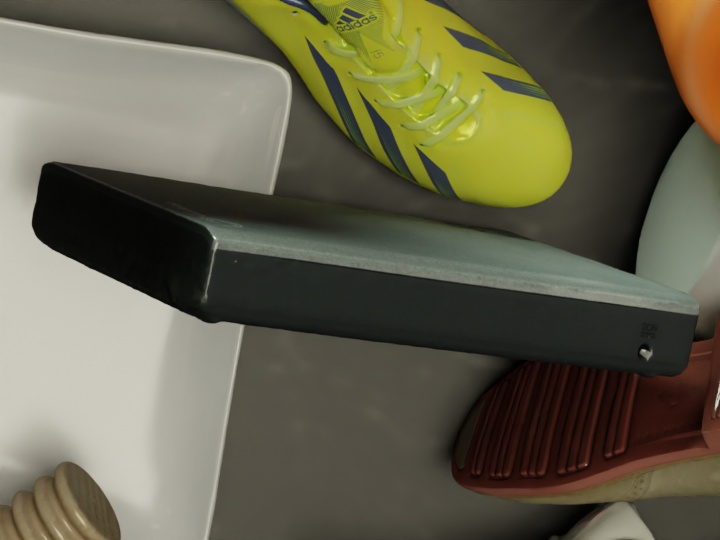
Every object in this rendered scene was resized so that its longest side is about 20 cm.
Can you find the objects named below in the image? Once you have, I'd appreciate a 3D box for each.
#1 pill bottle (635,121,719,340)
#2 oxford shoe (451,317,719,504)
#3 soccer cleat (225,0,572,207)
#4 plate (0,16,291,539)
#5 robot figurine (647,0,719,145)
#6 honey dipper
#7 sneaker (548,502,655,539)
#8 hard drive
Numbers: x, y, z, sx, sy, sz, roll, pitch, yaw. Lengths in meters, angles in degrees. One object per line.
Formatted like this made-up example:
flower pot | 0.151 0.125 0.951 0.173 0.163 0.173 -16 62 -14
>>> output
pill bottle | 0.214 0.009 1.098 0.199 0.114 0.115 20 94 -14
oxford shoe | 0.120 0.066 1.062 0.075 0.200 0.071 39 57 -33
soccer cleat | 0.003 -0.089 1.052 0.200 0.084 0.065 42 88 -15
plate | -0.140 0.003 1.062 0.199 0.032 0.200 9 98 -14
robot figurine | 0.156 -0.113 1.010 0.144 0.200 0.117 26 122 -26
honey dipper | -0.180 0.137 1.056 0.200 0.038 0.038 -32 105 11
sneaker | 0.073 0.134 1.115 0.199 0.078 0.100 13 89 -23
hard drive | 0.000 0.000 1.009 0.200 0.139 0.033 8 98 -31
